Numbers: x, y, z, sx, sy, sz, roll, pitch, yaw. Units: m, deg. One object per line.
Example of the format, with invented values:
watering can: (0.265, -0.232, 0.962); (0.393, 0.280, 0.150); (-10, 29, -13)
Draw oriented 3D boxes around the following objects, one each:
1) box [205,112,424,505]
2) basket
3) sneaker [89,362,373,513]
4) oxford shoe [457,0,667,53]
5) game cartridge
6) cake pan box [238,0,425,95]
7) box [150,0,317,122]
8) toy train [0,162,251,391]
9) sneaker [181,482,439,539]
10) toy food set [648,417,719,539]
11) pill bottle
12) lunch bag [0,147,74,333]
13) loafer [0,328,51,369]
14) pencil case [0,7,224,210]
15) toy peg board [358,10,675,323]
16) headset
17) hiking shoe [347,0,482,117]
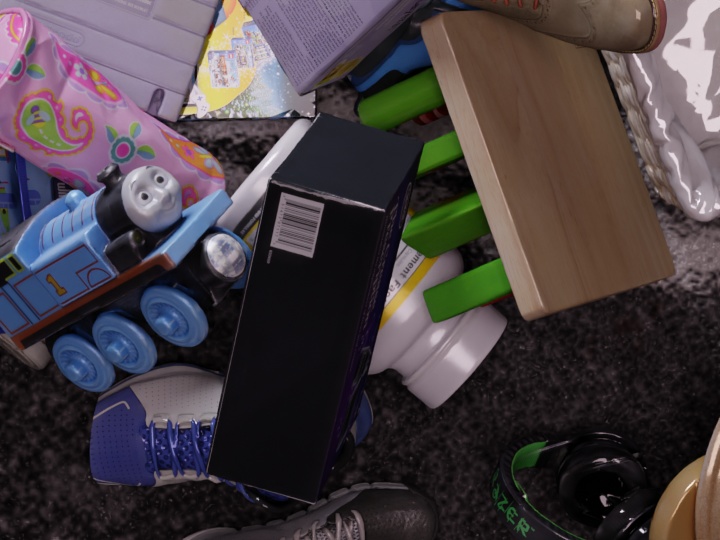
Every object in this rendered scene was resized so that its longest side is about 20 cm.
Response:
box: (-0.027, 0.021, 1.303); (0.078, 0.141, 0.201); (15, 113, 3)
basket: (0.262, -0.157, 1.395); (0.199, 0.161, 0.199); (-22, 94, -2)
sneaker: (-0.089, 0.114, 1.424); (0.198, 0.115, 0.081); (-4, 103, 0)
oxford shoe: (0.102, -0.178, 1.316); (0.199, 0.075, 0.071); (27, 125, 37)
game cartridge: (-0.195, -0.193, 1.392); (0.199, 0.038, 0.130); (20, 89, -16)
cake pan box: (-0.031, -0.240, 1.332); (0.052, 0.184, 0.201); (-27, 81, -42)
box: (-0.100, -0.204, 1.446); (0.136, 0.038, 0.202); (-1, 94, -1)
toy train: (-0.152, 0.001, 1.287); (0.114, 0.200, 0.087); (49, 49, -14)
sneaker: (-0.039, 0.204, 1.436); (0.199, 0.115, 0.076); (-16, 94, 0)
toy food set: (0.282, 0.136, 1.422); (0.048, 0.197, 0.201); (19, 88, 42)
pill bottle: (0.000, 0.000, 1.426); (0.200, 0.111, 0.111); (41, 92, -4)
lunch bag: (-0.234, -0.037, 1.402); (0.199, 0.094, 0.152); (-7, 82, -39)
loafer: (-0.281, -0.015, 1.447); (0.200, 0.072, 0.063); (41, 75, -10)
pencil case: (-0.180, -0.088, 1.361); (0.200, 0.087, 0.088); (37, 93, -35)
toy peg board: (0.098, -0.065, 1.401); (0.097, 0.199, 0.201); (-22, 85, 33)
headset: (0.187, 0.153, 1.439); (0.199, 0.124, 0.094); (6, 123, -30)
hiking shoe: (0.067, -0.190, 1.446); (0.199, 0.074, 0.087); (-27, 120, -2)
